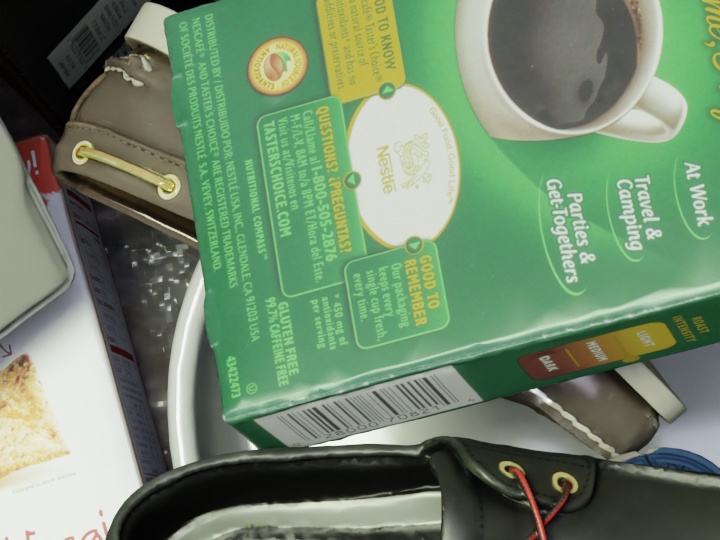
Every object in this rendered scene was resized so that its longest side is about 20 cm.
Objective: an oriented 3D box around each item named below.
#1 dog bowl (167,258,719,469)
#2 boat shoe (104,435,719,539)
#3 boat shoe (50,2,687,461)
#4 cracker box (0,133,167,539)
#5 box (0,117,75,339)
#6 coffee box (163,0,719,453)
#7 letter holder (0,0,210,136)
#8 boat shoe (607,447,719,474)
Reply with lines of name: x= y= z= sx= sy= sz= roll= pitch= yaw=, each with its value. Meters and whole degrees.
dog bowl: x=0.044 y=0.043 z=0.842 sx=0.198 sy=0.079 sz=0.202 roll=-1 pitch=83 yaw=7
boat shoe: x=0.033 y=0.081 z=0.692 sx=0.200 sy=0.063 sz=0.074 roll=-3 pitch=58 yaw=12
boat shoe: x=0.000 y=0.000 z=0.776 sx=0.199 sy=0.072 sz=0.060 roll=35 pitch=85 yaw=14
cracker box: x=-0.131 y=0.072 z=0.868 sx=0.133 sy=0.058 sz=0.201 roll=-17 pitch=81 yaw=4
box: x=-0.195 y=-0.056 z=0.809 sx=0.109 sy=0.128 sz=0.200 roll=-37 pitch=50 yaw=-13
coffee box: x=0.053 y=-0.033 z=0.705 sx=0.199 sy=0.044 sz=0.124 roll=-16 pitch=66 yaw=12
letter holder: x=-0.120 y=-0.140 z=0.818 sx=0.142 sy=0.200 sz=0.101 roll=41 pitch=86 yaw=10
boat shoe: x=0.023 y=0.122 z=0.753 sx=0.199 sy=0.072 sz=0.073 roll=-24 pitch=64 yaw=3
